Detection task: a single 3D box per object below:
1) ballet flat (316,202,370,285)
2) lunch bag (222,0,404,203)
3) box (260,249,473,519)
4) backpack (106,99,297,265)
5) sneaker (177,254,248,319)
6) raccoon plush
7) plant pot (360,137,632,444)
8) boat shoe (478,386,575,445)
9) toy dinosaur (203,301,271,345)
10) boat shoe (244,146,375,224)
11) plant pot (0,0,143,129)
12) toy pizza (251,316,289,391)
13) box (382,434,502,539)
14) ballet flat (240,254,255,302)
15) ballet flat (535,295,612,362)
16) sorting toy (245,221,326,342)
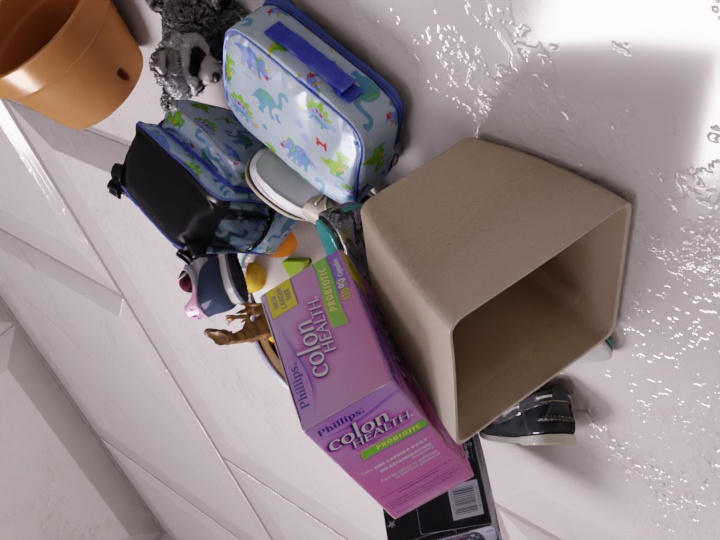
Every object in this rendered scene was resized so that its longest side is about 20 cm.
[{"bbox_3d":[0.000,0.000,1.226,0.072,0.072,0.201,34,153,27],"label":"ballet flat"},{"bbox_3d":[-0.048,-0.171,1.185,0.200,0.082,0.161,40,156,16],"label":"lunch bag"},{"bbox_3d":[0.008,0.113,1.148,0.200,0.096,0.176,50,-167,-45],"label":"box"},{"bbox_3d":[-0.161,-0.104,1.371,0.183,0.147,0.200,41,-163,27],"label":"backpack"},{"bbox_3d":[-0.198,-0.016,1.472,0.070,0.082,0.200,59,-173,-36],"label":"sneaker"},{"bbox_3d":[-0.208,-0.244,1.275,0.199,0.134,0.097,19,145,47],"label":"raccoon plush"},{"bbox_3d":[0.109,-0.002,1.074,0.177,0.199,0.200,47,160,33],"label":"plant pot"},{"bbox_3d":[0.192,0.168,1.354,0.200,0.071,0.068,154,112,-72],"label":"boat shoe"},{"bbox_3d":[-0.098,0.060,1.428,0.106,0.199,0.061,5,117,63],"label":"toy dinosaur"},{"bbox_3d":[-0.029,-0.078,1.268,0.199,0.075,0.068,27,167,-12],"label":"boat shoe"},{"bbox_3d":[-0.367,-0.271,1.455,0.200,0.201,0.140,20,161,46],"label":"plant pot"},{"bbox_3d":[-0.069,0.121,1.619,0.200,0.032,0.200,38,-160,-16],"label":"toy pizza"},{"bbox_3d":[0.093,0.261,1.436,0.115,0.131,0.201,68,-171,-51],"label":"box"},{"bbox_3d":[-0.128,0.009,1.615,0.072,0.072,0.200,45,163,5],"label":"ballet flat"},{"bbox_3d":[0.161,0.048,1.193,0.200,0.069,0.070,36,154,23],"label":"ballet flat"},{"bbox_3d":[-0.038,0.028,1.494,0.179,0.107,0.201,9,139,27],"label":"sorting toy"}]
